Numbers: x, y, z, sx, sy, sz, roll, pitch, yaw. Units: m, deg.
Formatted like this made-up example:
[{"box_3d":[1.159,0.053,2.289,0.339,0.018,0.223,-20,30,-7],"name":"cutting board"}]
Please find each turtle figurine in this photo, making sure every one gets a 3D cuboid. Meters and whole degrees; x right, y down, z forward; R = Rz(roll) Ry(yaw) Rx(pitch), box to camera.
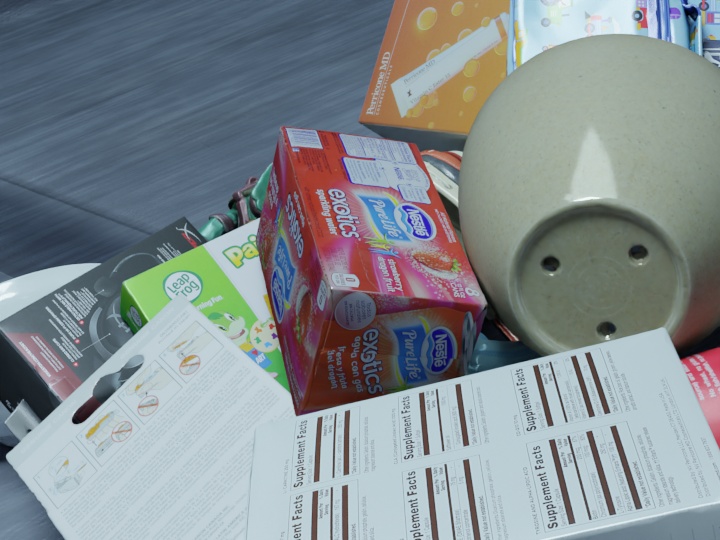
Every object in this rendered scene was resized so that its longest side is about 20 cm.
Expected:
[{"box_3d":[-0.075,-0.027,1.201,0.148,0.102,0.200,0,-15,-26],"name":"turtle figurine"}]

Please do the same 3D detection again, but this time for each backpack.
[{"box_3d":[0.202,-0.123,0.983,0.197,0.185,0.135,2,-12,15],"name":"backpack"}]

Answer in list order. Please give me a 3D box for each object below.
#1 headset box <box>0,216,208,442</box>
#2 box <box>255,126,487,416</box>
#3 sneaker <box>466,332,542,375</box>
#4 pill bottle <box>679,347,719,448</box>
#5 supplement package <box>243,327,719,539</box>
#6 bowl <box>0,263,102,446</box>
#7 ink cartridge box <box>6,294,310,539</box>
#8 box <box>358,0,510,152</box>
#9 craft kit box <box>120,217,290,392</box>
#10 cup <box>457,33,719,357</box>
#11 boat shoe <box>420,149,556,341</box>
[{"box_3d":[-0.158,0.073,1.057,0.149,0.078,0.199,45,51,14],"name":"headset box"},{"box_3d":[0.000,0.000,0.937,0.098,0.096,0.201,5,32,-16],"name":"box"},{"box_3d":[0.061,0.085,0.965,0.198,0.074,0.083,-12,56,-18],"name":"sneaker"},{"box_3d":[0.178,0.107,0.819,0.198,0.113,0.112,-16,22,0],"name":"pill bottle"},{"box_3d":[0.068,0.161,0.658,0.197,0.193,0.147,-14,23,5],"name":"supplement package"},{"box_3d":[-0.261,0.078,1.193,0.199,0.091,0.202,-13,23,6],"name":"bowl"},{"box_3d":[-0.113,0.124,0.923,0.162,0.050,0.200,-44,43,-10],"name":"ink cartridge box"},{"box_3d":[0.115,-0.149,1.171,0.198,0.126,0.097,10,-10,41],"name":"box"},{"box_3d":[-0.032,0.051,1.025,0.199,0.049,0.198,-27,63,-26],"name":"craft kit box"},{"box_3d":[0.143,-0.019,0.865,0.198,0.203,0.143,-7,22,18],"name":"cup"},{"box_3d":[0.091,-0.007,1.080,0.062,0.201,0.071,-7,-34,-46],"name":"boat shoe"}]
